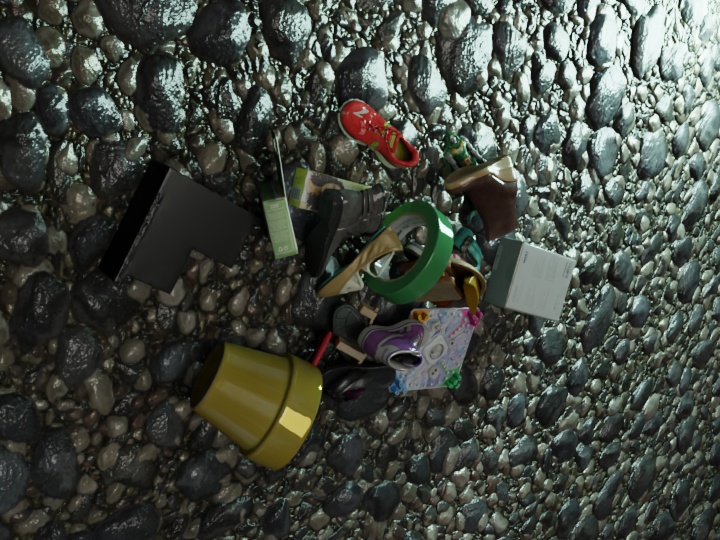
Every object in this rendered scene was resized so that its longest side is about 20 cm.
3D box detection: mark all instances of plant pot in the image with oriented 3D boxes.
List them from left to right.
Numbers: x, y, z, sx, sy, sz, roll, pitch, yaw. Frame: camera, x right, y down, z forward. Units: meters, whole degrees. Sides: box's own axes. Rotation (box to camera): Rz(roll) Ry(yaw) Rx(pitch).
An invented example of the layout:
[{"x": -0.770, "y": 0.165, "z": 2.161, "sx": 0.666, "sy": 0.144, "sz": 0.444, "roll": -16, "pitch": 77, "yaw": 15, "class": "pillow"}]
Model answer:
[{"x": -0.195, "y": 0.226, "z": 1.354, "sx": 0.187, "sy": 0.200, "sz": 0.204, "roll": 30, "pitch": 84, "yaw": -21, "class": "plant pot"}]

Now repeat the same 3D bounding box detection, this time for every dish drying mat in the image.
[{"x": -0.107, "y": 0.210, "z": 1.473, "sx": 0.018, "sy": 0.077, "sz": 0.203, "roll": 28, "pitch": 84, "yaw": -7, "class": "dish drying mat"}]

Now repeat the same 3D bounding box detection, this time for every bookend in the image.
[{"x": -0.297, "y": -0.046, "z": 1.266, "sx": 0.198, "sy": 0.092, "sz": 0.202, "roll": 28, "pitch": 87, "yaw": -37, "class": "bookend"}]

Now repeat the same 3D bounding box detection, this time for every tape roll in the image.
[{"x": 0.091, "y": -0.037, "z": 1.472, "sx": 0.048, "sy": 0.199, "sz": 0.203, "roll": 30, "pitch": 84, "yaw": -35, "class": "tape roll"}]

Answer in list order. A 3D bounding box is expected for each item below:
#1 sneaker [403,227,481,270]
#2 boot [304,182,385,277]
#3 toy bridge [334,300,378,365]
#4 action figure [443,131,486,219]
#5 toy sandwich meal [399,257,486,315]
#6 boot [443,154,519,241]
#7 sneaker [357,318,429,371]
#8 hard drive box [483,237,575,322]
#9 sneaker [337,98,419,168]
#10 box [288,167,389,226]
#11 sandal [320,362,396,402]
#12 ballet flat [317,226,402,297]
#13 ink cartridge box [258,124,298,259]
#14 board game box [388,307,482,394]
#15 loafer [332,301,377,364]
[{"x": 0.188, "y": -0.043, "z": 1.611, "sx": 0.198, "sy": 0.083, "sz": 0.123, "roll": 30, "pitch": 81, "yaw": -32, "class": "sneaker"}, {"x": -0.024, "y": -0.070, "z": 1.420, "sx": 0.129, "sy": 0.070, "sz": 0.202, "roll": -7, "pitch": 138, "yaw": -33, "class": "boot"}, {"x": -0.020, "y": 0.155, "z": 1.497, "sx": 0.066, "sy": 0.027, "sz": 0.202, "roll": 29, "pitch": 105, "yaw": -18, "class": "toy bridge"}, {"x": 0.234, "y": -0.218, "z": 1.620, "sx": 0.118, "sy": 0.054, "sz": 0.201, "roll": -47, "pitch": 119, "yaw": -13, "class": "action figure"}, {"x": 0.166, "y": 0.038, "z": 1.550, "sx": 0.204, "sy": 0.203, "sz": 0.072, "roll": 33, "pitch": 54, "yaw": -35, "class": "toy sandwich meal"}, {"x": 0.262, "y": -0.139, "z": 1.580, "sx": 0.197, "sy": 0.072, "sz": 0.170, "roll": -22, "pitch": 112, "yaw": -32, "class": "boot"}, {"x": 0.095, "y": 0.157, "z": 1.490, "sx": 0.198, "sy": 0.113, "sz": 0.074, "roll": -6, "pitch": 118, "yaw": -47, "class": "sneaker"}, {"x": 0.402, "y": 0.023, "z": 1.779, "sx": 0.197, "sy": 0.076, "sz": 0.159, "roll": 15, "pitch": 93, "yaw": -37, "class": "hard drive box"}, {"x": 0.042, "y": -0.264, "z": 1.451, "sx": 0.198, "sy": 0.084, "sz": 0.078, "roll": 30, "pitch": 84, "yaw": -36, "class": "sneaker"}, {"x": -0.038, "y": -0.139, "z": 1.449, "sx": 0.197, "sy": 0.050, "sz": 0.077, "roll": 9, "pitch": 97, "yaw": -37, "class": "box"}, {"x": -0.012, "y": 0.223, "z": 1.484, "sx": 0.196, "sy": 0.048, "sz": 0.077, "roll": -8, "pitch": 121, "yaw": -26, "class": "sandal"}, {"x": 0.000, "y": 0.000, "z": 1.453, "sx": 0.200, "sy": 0.069, "sz": 0.063, "roll": -43, "pitch": 82, "yaw": 15, "class": "ballet flat"}, {"x": -0.153, "y": -0.139, "z": 1.308, "sx": 0.047, "sy": 0.146, "sz": 0.204, "roll": -13, "pitch": 110, "yaw": -7, "class": "ink cartridge box"}, {"x": 0.168, "y": 0.178, "z": 1.658, "sx": 0.197, "sy": 0.026, "sz": 0.204, "roll": 1, "pitch": 114, "yaw": -35, "class": "board game box"}, {"x": -0.009, "y": 0.150, "z": 1.546, "sx": 0.070, "sy": 0.063, "sz": 0.203, "roll": -19, "pitch": 112, "yaw": 4, "class": "loafer"}]
